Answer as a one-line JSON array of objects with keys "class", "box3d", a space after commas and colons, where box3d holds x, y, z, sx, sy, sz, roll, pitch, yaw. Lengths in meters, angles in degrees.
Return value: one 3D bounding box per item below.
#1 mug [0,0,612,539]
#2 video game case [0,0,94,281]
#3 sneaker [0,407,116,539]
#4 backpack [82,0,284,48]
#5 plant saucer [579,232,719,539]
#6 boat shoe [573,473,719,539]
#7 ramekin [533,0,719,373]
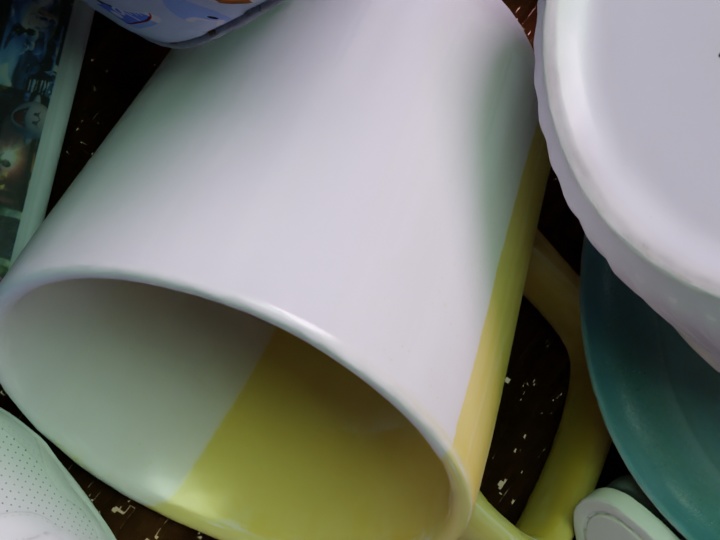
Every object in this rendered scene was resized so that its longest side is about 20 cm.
[{"class": "mug", "box3d": [-0.009, -0.004, 0.853, 0.149, 0.187, 0.153, 9, 57, 23]}, {"class": "video game case", "box3d": [-0.173, -0.092, 0.880, 0.182, 0.023, 0.200, 15, 69, -9]}, {"class": "sneaker", "box3d": [-0.080, 0.114, 0.790, 0.074, 0.116, 0.200, -21, 78, -18]}, {"class": "backpack", "box3d": [-0.055, -0.158, 0.734, 0.190, 0.200, 0.154, 42, 68, -12]}, {"class": "plant saucer", "box3d": [0.159, 0.001, 0.817, 0.200, 0.027, 0.200, -7, 76, 29]}, {"class": "boat shoe", "box3d": [0.149, 0.126, 0.871, 0.200, 0.073, 0.062, 44, 67, -5]}, {"class": "ramekin", "box3d": [0.141, -0.058, 0.763, 0.200, 0.105, 0.200, -7, 76, 28]}]
